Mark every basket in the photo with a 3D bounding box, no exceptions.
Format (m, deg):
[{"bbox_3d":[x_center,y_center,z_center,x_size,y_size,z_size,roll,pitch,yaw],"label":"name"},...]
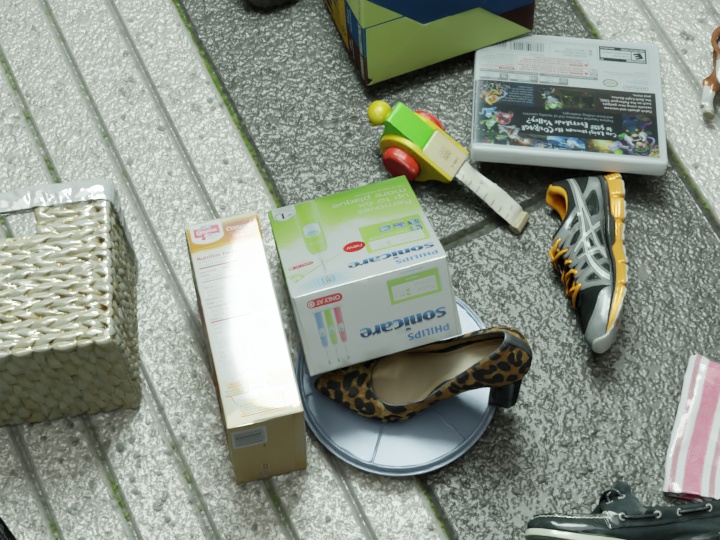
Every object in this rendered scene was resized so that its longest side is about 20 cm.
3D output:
[{"bbox_3d":[-0.305,0.035,1.400,0.195,0.201,0.163,-8,67,-4],"label":"basket"}]

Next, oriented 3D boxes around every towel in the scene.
[{"bbox_3d":[0.394,0.167,1.434,0.197,0.030,0.148,14,65,7],"label":"towel"}]

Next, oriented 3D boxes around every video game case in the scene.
[{"bbox_3d":[0.215,-0.176,1.573,0.197,0.024,0.183,5,49,2],"label":"video game case"}]

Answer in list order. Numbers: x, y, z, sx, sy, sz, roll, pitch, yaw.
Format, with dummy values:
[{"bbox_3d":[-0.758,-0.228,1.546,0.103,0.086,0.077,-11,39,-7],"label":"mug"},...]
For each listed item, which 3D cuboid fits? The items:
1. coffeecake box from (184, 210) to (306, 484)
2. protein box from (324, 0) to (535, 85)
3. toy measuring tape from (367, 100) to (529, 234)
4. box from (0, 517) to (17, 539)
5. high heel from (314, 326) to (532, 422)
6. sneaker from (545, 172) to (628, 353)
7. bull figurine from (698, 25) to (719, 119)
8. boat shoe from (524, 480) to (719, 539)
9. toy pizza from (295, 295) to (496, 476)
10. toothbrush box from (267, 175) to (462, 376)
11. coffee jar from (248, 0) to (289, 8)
[{"bbox_3d":[-0.106,0.073,1.406,0.072,0.154,0.202,-12,65,-6],"label":"coffeecake box"},{"bbox_3d":[0.058,-0.338,1.596,0.196,0.136,0.202,-19,58,-10],"label":"protein box"},{"bbox_3d":[0.083,-0.103,1.553,0.199,0.073,0.074,39,68,-8],"label":"toy measuring tape"},{"bbox_3d":[-0.331,0.303,1.272,0.049,0.201,0.201,1,65,-1],"label":"box"},{"bbox_3d":[0.054,0.083,1.373,0.197,0.143,0.072,0,65,1],"label":"high heel"},{"bbox_3d":[0.222,-0.008,1.493,0.076,0.079,0.202,3,54,0],"label":"sneaker"},{"bbox_3d":[0.452,-0.190,1.580,0.198,0.065,0.122,22,63,11],"label":"bull figurine"},{"bbox_3d":[0.246,0.225,1.377,0.196,0.075,0.067,4,72,-2],"label":"boat shoe"},{"bbox_3d":[0.036,0.103,1.461,0.197,0.032,0.203,0,65,1],"label":"toy pizza"},{"bbox_3d":[0.000,0.000,1.419,0.144,0.087,0.201,-14,27,-3],"label":"toothbrush box"},{"bbox_3d":[-0.121,-0.390,1.651,0.084,0.105,0.202,-19,67,-12],"label":"coffee jar"}]
